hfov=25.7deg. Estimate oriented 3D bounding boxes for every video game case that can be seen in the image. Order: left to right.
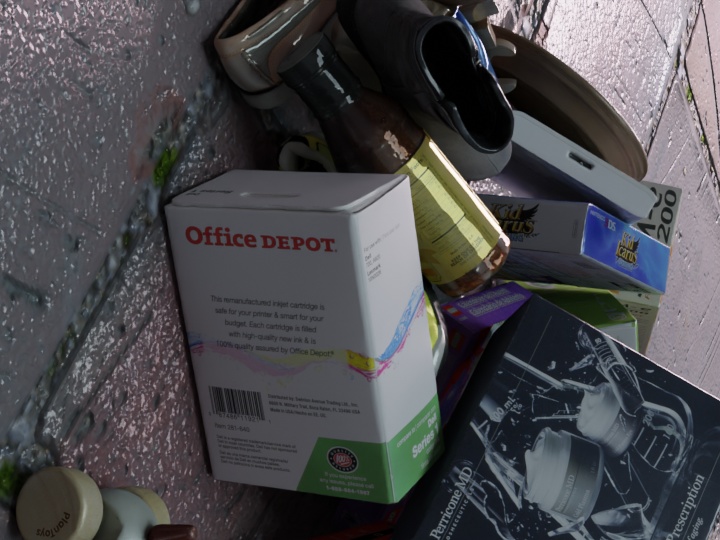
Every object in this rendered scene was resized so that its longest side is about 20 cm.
[{"bbox_3d":[0.136,-0.024,1.287,0.200,0.181,0.046,19,78,-60],"label":"video game case"}]

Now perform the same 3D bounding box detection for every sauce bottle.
[{"bbox_3d":[0.021,-0.072,1.056,0.200,0.066,0.066,50,46,-18],"label":"sauce bottle"}]

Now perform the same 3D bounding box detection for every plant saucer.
[{"bbox_3d":[0.150,-0.130,1.307,0.030,0.200,0.200,-51,141,-8],"label":"plant saucer"}]

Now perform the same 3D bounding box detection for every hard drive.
[{"bbox_3d":[0.164,-0.074,1.302,0.026,0.132,0.200,-58,179,-4],"label":"hard drive"}]

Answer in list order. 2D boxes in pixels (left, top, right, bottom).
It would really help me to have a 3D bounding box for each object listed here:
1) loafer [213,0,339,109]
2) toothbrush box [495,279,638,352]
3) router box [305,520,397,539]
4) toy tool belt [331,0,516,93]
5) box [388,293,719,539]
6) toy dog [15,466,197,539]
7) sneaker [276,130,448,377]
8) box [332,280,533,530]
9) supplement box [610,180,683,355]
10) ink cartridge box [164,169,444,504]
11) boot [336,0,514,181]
[{"bbox_3d":[-0.038,-0.205,1.083,0.063,0.072,0.201,48,56,-38],"label":"loafer"},{"bbox_3d":[0.180,0.088,1.380,0.200,0.086,0.146,-108,-168,-73],"label":"toothbrush box"},{"bbox_3d":[-0.029,0.294,1.125,0.179,0.049,0.201,-4,97,-46],"label":"router box"},{"bbox_3d":[0.066,-0.147,1.191,0.200,0.122,0.125,47,39,-51],"label":"toy tool belt"},{"bbox_3d":[0.142,0.154,1.087,0.201,0.182,0.104,-62,-179,-22],"label":"box"},{"bbox_3d":[-0.143,0.210,0.910,0.132,0.096,0.201,-18,109,-58],"label":"toy dog"},{"bbox_3d":[-0.008,-0.006,1.089,0.201,0.075,0.076,62,20,17],"label":"sneaker"},{"bbox_3d":[0.063,0.109,1.232,0.137,0.039,0.201,-15,134,-59],"label":"box"},{"bbox_3d":[0.264,0.006,1.558,0.200,0.073,0.127,76,27,-70],"label":"supplement box"},{"bbox_3d":[-0.034,0.039,1.033,0.084,0.144,0.201,-36,124,-53],"label":"ink cartridge box"},{"bbox_3d":[0.064,-0.107,1.060,0.070,0.132,0.200,-44,129,1],"label":"boot"}]
